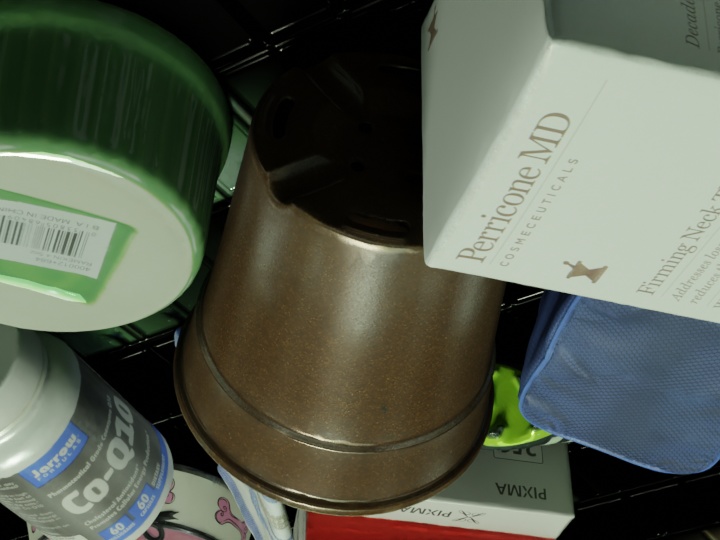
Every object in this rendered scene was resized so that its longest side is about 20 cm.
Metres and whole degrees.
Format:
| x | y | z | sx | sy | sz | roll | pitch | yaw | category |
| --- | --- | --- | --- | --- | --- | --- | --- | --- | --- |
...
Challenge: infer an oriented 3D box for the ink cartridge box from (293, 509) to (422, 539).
| x | y | z | sx | sy | sz | roll | pitch | yaw | category |
| --- | --- | --- | --- | --- | --- | --- | --- | --- | --- |
| -0.006 | 0.227 | 1.185 | 0.084 | 0.146 | 0.200 | 1 | 146 | -6 | ink cartridge box |

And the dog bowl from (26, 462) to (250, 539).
| x | y | z | sx | sy | sz | roll | pitch | yaw | category |
| --- | --- | --- | --- | --- | --- | --- | --- | --- | --- |
| -0.190 | 0.238 | 1.267 | 0.199 | 0.074 | 0.201 | 0 | 145 | 0 | dog bowl |

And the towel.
| x | y | z | sx | sy | sz | roll | pitch | yaw | category |
| --- | --- | --- | --- | --- | --- | --- | --- | --- | --- |
| -0.085 | 0.143 | 1.078 | 0.024 | 0.147 | 0.201 | -24 | 144 | -11 | towel |

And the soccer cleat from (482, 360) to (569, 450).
| x | y | z | sx | sy | sz | roll | pitch | yaw | category |
| --- | --- | --- | --- | --- | --- | --- | --- | --- | --- |
| 0.141 | 0.102 | 1.084 | 0.199 | 0.068 | 0.081 | -4 | 157 | 6 | soccer cleat |

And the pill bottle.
| x | y | z | sx | sy | sz | roll | pitch | yaw | category |
| --- | --- | --- | --- | --- | --- | --- | --- | --- | --- |
| -0.226 | 0.113 | 1.055 | 0.113 | 0.114 | 0.200 | -13 | 143 | 18 | pill bottle |

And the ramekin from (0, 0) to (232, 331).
| x | y | z | sx | sy | sz | roll | pitch | yaw | category |
| --- | --- | --- | --- | --- | --- | --- | --- | --- | --- |
| -0.174 | -0.050 | 0.835 | 0.199 | 0.098 | 0.200 | 0 | 145 | 0 | ramekin |

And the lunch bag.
| x | y | z | sx | sy | sz | roll | pitch | yaw | category |
| --- | --- | --- | --- | --- | --- | --- | --- | --- | --- |
| 0.187 | 0.013 | 0.901 | 0.135 | 0.133 | 0.200 | 21 | 144 | -1 | lunch bag |

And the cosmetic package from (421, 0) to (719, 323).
| x | y | z | sx | sy | sz | roll | pitch | yaw | category |
| --- | --- | --- | --- | --- | --- | --- | --- | --- | --- |
| 0.147 | -0.094 | 0.715 | 0.199 | 0.167 | 0.168 | 11 | 144 | -13 | cosmetic package |

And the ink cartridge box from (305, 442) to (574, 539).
| x | y | z | sx | sy | sz | roll | pitch | yaw | category |
| --- | --- | --- | --- | --- | --- | --- | --- | --- | --- |
| 0.057 | 0.175 | 1.086 | 0.199 | 0.177 | 0.045 | 8 | 144 | -12 | ink cartridge box |

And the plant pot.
| x | y | z | sx | sy | sz | roll | pitch | yaw | category |
| --- | --- | --- | --- | --- | --- | --- | --- | --- | --- |
| 0.000 | 0.000 | 0.839 | 0.199 | 0.201 | 0.199 | 5 | 138 | -7 | plant pot |
